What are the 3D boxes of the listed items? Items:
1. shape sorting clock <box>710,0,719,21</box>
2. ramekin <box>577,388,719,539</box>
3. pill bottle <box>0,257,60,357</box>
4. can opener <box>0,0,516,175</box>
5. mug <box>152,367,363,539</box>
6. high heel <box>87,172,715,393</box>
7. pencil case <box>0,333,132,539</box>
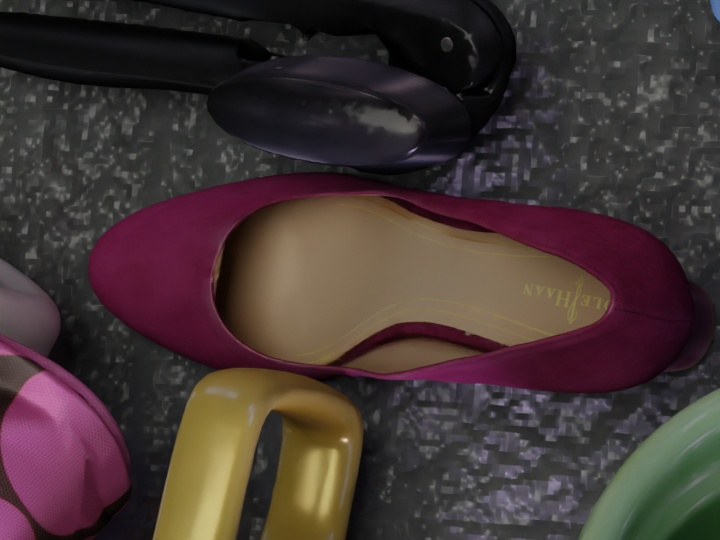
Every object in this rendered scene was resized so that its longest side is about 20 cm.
[{"bbox_3d":[0.121,-0.118,0.728,0.039,0.200,0.201,-15,77,31],"label":"shape sorting clock"},{"bbox_3d":[0.128,0.132,0.742,0.199,0.098,0.200,9,58,-14],"label":"ramekin"},{"bbox_3d":[-0.184,0.072,0.901,0.109,0.109,0.200,31,93,21],"label":"pill bottle"},{"bbox_3d":[-0.044,-0.075,0.901,0.200,0.079,0.064,18,96,30],"label":"can opener"},{"bbox_3d":[-0.051,0.136,0.822,0.149,0.153,0.187,-25,74,15],"label":"mug"},{"bbox_3d":[0.000,0.000,0.853,0.199,0.096,0.068,1,84,20],"label":"high heel"},{"bbox_3d":[-0.156,0.096,0.791,0.094,0.091,0.200,29,59,29],"label":"pencil case"}]
